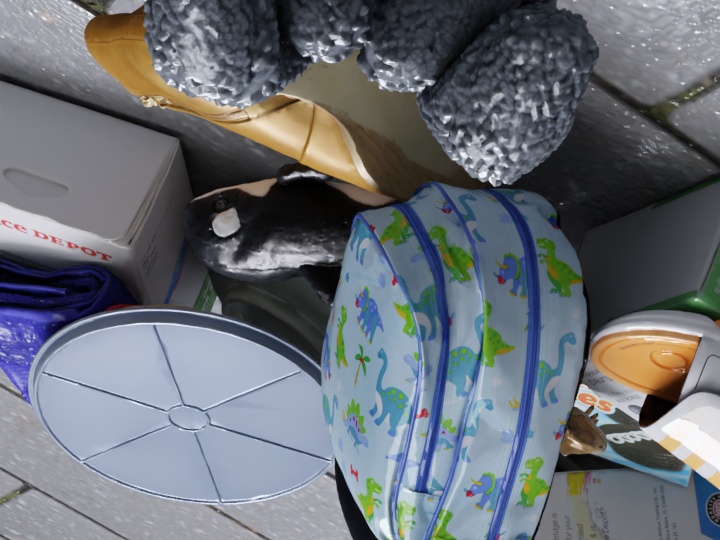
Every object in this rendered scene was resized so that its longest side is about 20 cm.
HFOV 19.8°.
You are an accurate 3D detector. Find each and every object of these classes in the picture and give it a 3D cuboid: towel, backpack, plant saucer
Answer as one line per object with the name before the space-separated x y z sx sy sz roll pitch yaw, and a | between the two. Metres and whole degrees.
towel | -0.176 0.063 1.321 0.146 0.050 0.200 6 151 32
backpack | 0.047 0.052 1.056 0.153 0.164 0.201 16 120 -24
plant saucer | -0.032 0.037 1.286 0.199 0.050 0.201 33 157 16

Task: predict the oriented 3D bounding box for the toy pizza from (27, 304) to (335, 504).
toy pizza | -0.102 0.078 1.253 0.198 0.032 0.201 5 142 4

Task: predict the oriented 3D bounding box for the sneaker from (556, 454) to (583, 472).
sneaker | 0.128 0.178 1.440 0.099 0.075 0.200 8 150 34

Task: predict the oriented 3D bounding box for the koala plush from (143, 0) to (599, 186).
koala plush | 0.023 -0.175 0.794 0.176 0.185 0.201 14 133 1

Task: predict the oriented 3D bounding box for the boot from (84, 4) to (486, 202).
boot | -0.039 -0.093 1.095 0.200 0.071 0.144 26 172 -29

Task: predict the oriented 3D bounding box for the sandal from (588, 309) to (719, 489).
sandal | 0.205 0.083 1.010 0.205 0.060 0.079 23 152 3

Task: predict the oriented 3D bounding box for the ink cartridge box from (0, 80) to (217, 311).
ink cartridge box | -0.180 -0.022 1.318 0.144 0.085 0.201 18 154 13

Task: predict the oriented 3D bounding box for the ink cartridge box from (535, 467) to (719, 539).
ink cartridge box | 0.160 0.222 1.329 0.198 0.149 0.145 -2 150 1

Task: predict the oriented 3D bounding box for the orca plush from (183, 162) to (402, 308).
orca plush | 0.000 0.000 1.144 0.198 0.072 0.105 10 150 -12

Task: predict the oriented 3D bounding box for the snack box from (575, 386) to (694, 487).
snack box | 0.118 0.064 1.272 0.198 0.037 0.117 19 153 13

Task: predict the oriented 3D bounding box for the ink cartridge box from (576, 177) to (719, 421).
ink cartridge box | 0.220 0.048 1.095 0.199 0.085 0.146 33 153 -18

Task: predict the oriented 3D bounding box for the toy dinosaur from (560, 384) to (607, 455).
toy dinosaur | 0.081 0.058 1.182 0.199 0.105 0.061 10 116 58
